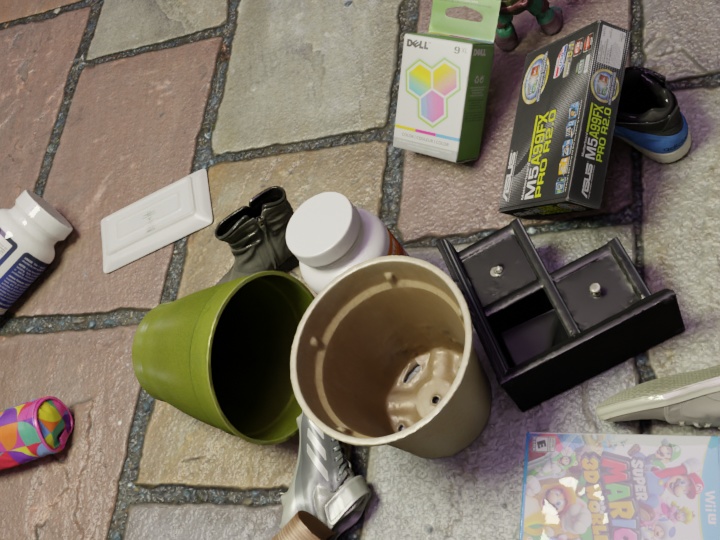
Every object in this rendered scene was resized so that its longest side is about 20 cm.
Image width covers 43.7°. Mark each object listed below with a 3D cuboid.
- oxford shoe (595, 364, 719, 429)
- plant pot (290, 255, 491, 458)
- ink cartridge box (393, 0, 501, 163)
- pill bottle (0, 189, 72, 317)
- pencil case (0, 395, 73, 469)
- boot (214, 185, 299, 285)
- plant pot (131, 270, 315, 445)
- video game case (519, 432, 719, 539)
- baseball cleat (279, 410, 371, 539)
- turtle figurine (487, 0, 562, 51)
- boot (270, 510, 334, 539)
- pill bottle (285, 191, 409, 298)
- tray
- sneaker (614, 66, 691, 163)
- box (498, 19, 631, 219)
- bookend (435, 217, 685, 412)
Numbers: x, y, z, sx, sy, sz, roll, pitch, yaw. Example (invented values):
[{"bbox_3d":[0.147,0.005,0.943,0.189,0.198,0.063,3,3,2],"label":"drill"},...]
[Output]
[{"bbox_3d":[0.334,0.131,0.892,0.198,0.075,0.058,-16,94,22],"label":"oxford shoe"},{"bbox_3d":[0.055,0.115,0.969,0.199,0.184,0.202,-13,59,22],"label":"plant pot"},{"bbox_3d":[0.108,-0.248,1.146,0.103,0.059,0.202,20,112,34],"label":"ink cartridge box"},{"bbox_3d":[-0.553,-0.023,1.402,0.200,0.116,0.116,-47,53,-2],"label":"pill bottle"},{"bbox_3d":[-0.501,0.239,1.260,0.199,0.088,0.089,-20,57,20],"label":"pencil case"},{"bbox_3d":[-0.158,-0.024,1.186,0.200,0.131,0.068,-40,53,3],"label":"boot"},{"bbox_3d":[-0.174,0.102,1.107,0.192,0.200,0.202,-1,64,40],"label":"plant pot"},{"bbox_3d":[0.260,0.235,0.900,0.198,0.018,0.144,-4,62,26],"label":"video game case"},{"bbox_3d":[-0.030,0.217,1.040,0.106,0.070,0.202,6,77,23],"label":"baseball cleat"},{"bbox_3d":[0.188,-0.370,1.147,0.148,0.200,0.102,1,64,28],"label":"turtle figurine"},{"bbox_3d":[-0.046,0.377,0.953,0.200,0.077,0.156,38,98,15],"label":"boot"},{"bbox_3d":[0.000,0.000,1.043,0.111,0.200,0.113,-16,52,22],"label":"pill bottle"},{"bbox_3d":[-0.318,-0.079,1.368,0.199,0.022,0.108,-24,57,15],"label":"tray"},{"bbox_3d":[0.291,-0.203,1.060,0.199,0.111,0.077,35,83,36],"label":"sneaker"},{"bbox_3d":[0.229,-0.165,1.027,0.160,0.044,0.202,180,102,-71],"label":"box"},{"bbox_3d":[0.216,0.016,0.994,0.199,0.092,0.200,-28,55,11],"label":"bookend"}]
